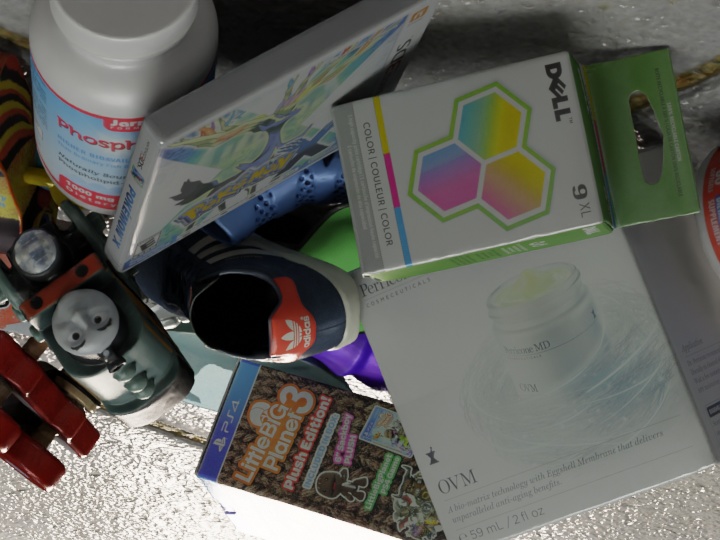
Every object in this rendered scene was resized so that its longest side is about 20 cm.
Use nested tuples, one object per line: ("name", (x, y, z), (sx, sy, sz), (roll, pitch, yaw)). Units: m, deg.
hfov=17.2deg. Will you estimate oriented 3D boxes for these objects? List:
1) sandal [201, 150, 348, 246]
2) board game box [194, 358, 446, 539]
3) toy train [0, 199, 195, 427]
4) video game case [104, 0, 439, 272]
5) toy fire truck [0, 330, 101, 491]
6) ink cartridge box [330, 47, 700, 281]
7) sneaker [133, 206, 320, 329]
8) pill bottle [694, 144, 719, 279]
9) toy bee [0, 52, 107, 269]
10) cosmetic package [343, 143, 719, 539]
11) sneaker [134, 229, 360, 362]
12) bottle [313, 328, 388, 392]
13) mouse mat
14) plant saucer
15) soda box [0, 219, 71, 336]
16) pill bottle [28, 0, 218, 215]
("sandal", (-0.078, -0.053, 1.544), (0.200, 0.087, 0.080), (1, 153, 6))
("board game box", (-0.004, 0.162, 1.810), (0.200, 0.097, 0.159), (16, 162, 15))
("toy train", (-0.167, 0.031, 1.508), (0.085, 0.114, 0.200), (-36, 165, -4))
("video game case", (-0.053, -0.086, 1.394), (0.200, 0.022, 0.182), (-30, 167, -23))
("toy fire truck", (-0.280, 0.069, 1.827), (0.168, 0.112, 0.200), (32, 167, 29))
("ink cartridge box", (0.091, -0.065, 1.401), (0.200, 0.104, 0.059), (-12, 173, 11))
("sneaker", (-0.104, -0.017, 1.658), (0.200, 0.075, 0.116), (-4, 151, -3))
("pill bottle", (0.308, -0.052, 1.427), (0.112, 0.112, 0.200), (25, 149, -35))
("toy bee", (-0.219, -0.050, 1.541), (0.131, 0.109, 0.200), (-2, 150, 37))
("cosmetic package", (0.127, 0.050, 1.517), (0.199, 0.200, 0.123), (-24, 175, 31))
("sneaker", (-0.095, 0.014, 1.548), (0.200, 0.075, 0.084), (11, -158, 44))
("bottle", (0.036, 0.060, 1.786), (0.200, 0.065, 0.084), (17, 160, -22))
("mouse mat", (0.000, 0.000, 1.624), (0.161, 0.008, 0.200), (-4, 154, -38))
("plant saucer", (-0.097, 0.068, 1.851), (0.201, 0.039, 0.201), (11, 159, 4))
("soda box", (-0.281, -0.008, 1.644), (0.200, 0.068, 0.064), (11, 115, 11))
("pill bottle", (-0.137, -0.120, 1.380), (0.109, 0.109, 0.200), (7, 156, -3))
